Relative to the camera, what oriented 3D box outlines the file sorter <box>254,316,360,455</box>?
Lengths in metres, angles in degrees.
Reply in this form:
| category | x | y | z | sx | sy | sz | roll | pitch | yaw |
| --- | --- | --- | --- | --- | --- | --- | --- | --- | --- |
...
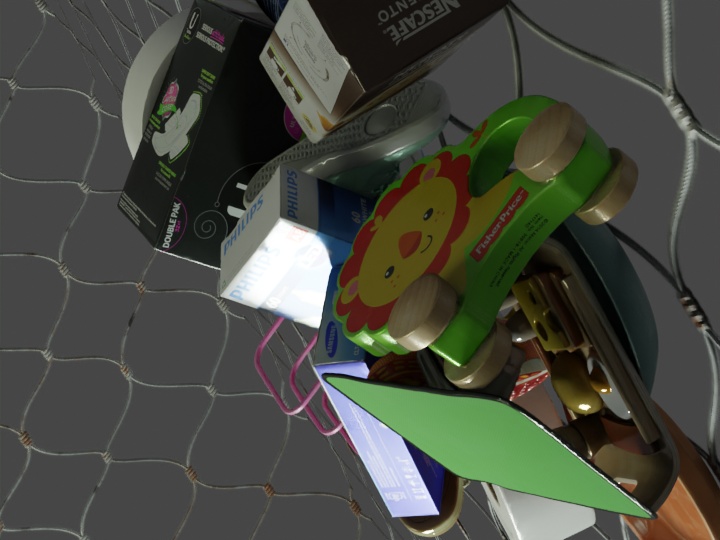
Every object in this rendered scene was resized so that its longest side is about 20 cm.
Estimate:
| category | x | y | z | sx | sy | sz | roll | pitch | yaw |
| --- | --- | --- | --- | --- | --- | --- | --- | --- | --- |
| file sorter | 0.016 | 0.105 | 1.417 | 0.199 | 0.126 | 0.139 | 33 | -170 | -31 |

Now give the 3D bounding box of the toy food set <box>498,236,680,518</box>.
| category | x | y | z | sx | sy | sz | roll | pitch | yaw |
| --- | --- | --- | --- | --- | --- | --- | --- | --- | --- |
| toy food set | 0.131 | 0.070 | 1.003 | 0.202 | 0.060 | 0.143 | 61 | 168 | -1 |

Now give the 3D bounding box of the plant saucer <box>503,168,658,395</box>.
| category | x | y | z | sx | sy | sz | roll | pitch | yaw |
| --- | --- | --- | --- | --- | --- | --- | --- | --- | --- |
| plant saucer | 0.150 | 0.011 | 1.020 | 0.201 | 0.036 | 0.200 | 58 | 168 | 20 |

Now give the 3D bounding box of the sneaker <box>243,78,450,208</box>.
| category | x | y | z | sx | sy | sz | roll | pitch | yaw |
| --- | --- | --- | --- | --- | --- | --- | --- | --- | --- |
| sneaker | 0.016 | -0.070 | 1.167 | 0.118 | 0.199 | 0.074 | 41 | -141 | -30 |

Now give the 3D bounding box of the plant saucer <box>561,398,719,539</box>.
| category | x | y | z | sx | sy | sz | roll | pitch | yaw |
| --- | --- | --- | --- | --- | --- | --- | --- | --- | --- |
| plant saucer | 0.225 | 0.158 | 1.124 | 0.201 | 0.032 | 0.201 | 55 | 170 | 15 |

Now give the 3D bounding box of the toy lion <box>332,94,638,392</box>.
| category | x | y | z | sx | sy | sz | roll | pitch | yaw |
| --- | --- | --- | --- | --- | --- | --- | --- | --- | --- |
| toy lion | 0.062 | -0.027 | 0.932 | 0.068 | 0.201 | 0.192 | 34 | -172 | -25 |

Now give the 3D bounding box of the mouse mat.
| category | x | y | z | sx | sy | sz | roll | pitch | yaw |
| --- | --- | --- | --- | --- | --- | --- | --- | --- | --- |
| mouse mat | 0.080 | 0.113 | 0.958 | 0.161 | 0.008 | 0.199 | 39 | 160 | -32 |

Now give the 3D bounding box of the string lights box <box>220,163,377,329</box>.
| category | x | y | z | sx | sy | sz | roll | pitch | yaw |
| --- | --- | --- | --- | --- | --- | --- | --- | --- | --- |
| string lights box | 0.000 | 0.000 | 1.147 | 0.103 | 0.198 | 0.060 | -49 | 32 | 39 |

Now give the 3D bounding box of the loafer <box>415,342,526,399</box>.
| category | x | y | z | sx | sy | sz | roll | pitch | yaw |
| --- | --- | --- | --- | --- | --- | --- | --- | --- | --- |
| loafer | 0.059 | 0.021 | 1.013 | 0.071 | 0.063 | 0.201 | 19 | -152 | -36 |

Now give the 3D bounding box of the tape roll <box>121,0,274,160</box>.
| category | x | y | z | sx | sy | sz | roll | pitch | yaw |
| --- | --- | --- | --- | --- | --- | --- | --- | --- | --- |
| tape roll | -0.114 | -0.144 | 1.345 | 0.204 | 0.201 | 0.071 | 63 | 168 | -28 |

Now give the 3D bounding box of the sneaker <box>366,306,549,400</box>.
| category | x | y | z | sx | sy | sz | roll | pitch | yaw |
| --- | --- | --- | --- | --- | --- | --- | --- | --- | --- |
| sneaker | 0.063 | 0.066 | 1.085 | 0.199 | 0.073 | 0.078 | -3 | -121 | -54 |

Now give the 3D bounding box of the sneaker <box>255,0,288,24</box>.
| category | x | y | z | sx | sy | sz | roll | pitch | yaw |
| --- | --- | --- | --- | --- | --- | --- | --- | --- | --- |
| sneaker | -0.041 | -0.219 | 1.177 | 0.201 | 0.070 | 0.078 | 57 | 175 | 40 |

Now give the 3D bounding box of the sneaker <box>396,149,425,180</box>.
| category | x | y | z | sx | sy | sz | roll | pitch | yaw |
| --- | --- | --- | --- | --- | --- | --- | --- | --- | --- |
| sneaker | 0.035 | -0.029 | 1.253 | 0.073 | 0.071 | 0.202 | -117 | 17 | -57 |

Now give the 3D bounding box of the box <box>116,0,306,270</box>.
| category | x | y | z | sx | sy | sz | roll | pitch | yaw |
| --- | --- | --- | --- | --- | --- | --- | --- | --- | --- |
| box | -0.096 | -0.109 | 1.255 | 0.147 | 0.202 | 0.124 | 17 | -168 | -30 |

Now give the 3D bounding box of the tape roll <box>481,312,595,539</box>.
| category | x | y | z | sx | sy | sz | roll | pitch | yaw |
| --- | --- | --- | --- | --- | --- | --- | --- | --- | --- |
| tape roll | 0.127 | 0.140 | 1.268 | 0.202 | 0.070 | 0.205 | 154 | 91 | -88 |

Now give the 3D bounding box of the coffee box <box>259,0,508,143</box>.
| category | x | y | z | sx | sy | sz | roll | pitch | yaw |
| --- | --- | --- | --- | --- | --- | --- | --- | --- | --- |
| coffee box | 0.008 | -0.160 | 0.985 | 0.080 | 0.114 | 0.200 | 58 | 169 | -2 |

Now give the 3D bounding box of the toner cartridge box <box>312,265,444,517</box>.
| category | x | y | z | sx | sy | sz | roll | pitch | yaw |
| --- | --- | --- | --- | --- | --- | --- | --- | --- | --- |
| toner cartridge box | 0.020 | 0.096 | 1.129 | 0.201 | 0.043 | 0.096 | 66 | -155 | -43 |

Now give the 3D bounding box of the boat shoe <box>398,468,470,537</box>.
| category | x | y | z | sx | sy | sz | roll | pitch | yaw |
| --- | --- | --- | --- | --- | --- | --- | --- | --- | --- |
| boat shoe | 0.055 | 0.155 | 1.258 | 0.201 | 0.073 | 0.063 | -100 | -16 | -51 |
